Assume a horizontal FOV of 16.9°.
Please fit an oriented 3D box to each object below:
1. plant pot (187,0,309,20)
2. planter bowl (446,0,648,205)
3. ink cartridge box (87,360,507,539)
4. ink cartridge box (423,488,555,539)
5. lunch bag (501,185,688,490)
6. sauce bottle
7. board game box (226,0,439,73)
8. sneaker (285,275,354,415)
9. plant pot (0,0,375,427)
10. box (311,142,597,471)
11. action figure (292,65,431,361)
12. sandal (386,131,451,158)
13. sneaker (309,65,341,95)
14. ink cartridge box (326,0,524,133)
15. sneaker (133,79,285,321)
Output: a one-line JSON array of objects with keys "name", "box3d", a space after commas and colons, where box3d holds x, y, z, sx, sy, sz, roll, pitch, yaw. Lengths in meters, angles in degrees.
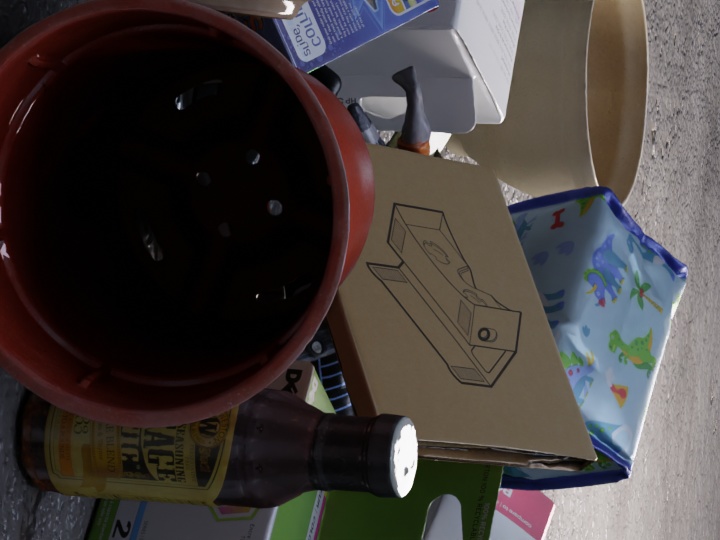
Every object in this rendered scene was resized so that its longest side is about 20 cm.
[{"name": "plant pot", "box3d": [-0.075, -0.174, 1.186, 0.201, 0.201, 0.093, -7, 104, -70]}, {"name": "planter bowl", "box3d": [0.135, -0.146, 1.867, 0.200, 0.135, 0.200, 1, 90, -70]}, {"name": "ink cartridge box", "box3d": [-0.033, 0.128, 1.325, 0.076, 0.200, 0.148, 65, 32, -52]}, {"name": "ink cartridge box", "box3d": [0.039, 0.234, 1.609, 0.147, 0.083, 0.200, -49, -172, 38]}, {"name": "lunch bag", "box3d": [0.093, 0.050, 1.595, 0.127, 0.200, 0.170, 42, 55, -29]}, {"name": "sauce bottle", "box3d": [-0.071, 0.086, 1.217, 0.066, 0.200, 0.066, 0, 90, -70]}, {"name": "board game box", "box3d": [-0.045, -0.214, 1.343, 0.135, 0.034, 0.200, -31, 101, -45]}, {"name": "sneaker", "box3d": [-0.029, 0.059, 1.546, 0.078, 0.070, 0.200, 10, 90, -44]}, {"name": "plant pot", "box3d": [-0.082, -0.034, 1.212, 0.195, 0.201, 0.201, -20, 111, -77]}, {"name": "box", "box3d": [0.042, 0.017, 1.359, 0.163, 0.021, 0.200, 8, 52, -40]}, {"name": "action figure", "box3d": [0.000, 0.000, 1.458, 0.200, 0.105, 0.194, -28, 98, -23]}, {"name": "sandal", "box3d": [0.040, -0.060, 1.647, 0.201, 0.057, 0.080, -61, 166, 10]}, {"name": "sneaker", "box3d": [-0.058, -0.178, 1.396, 0.076, 0.088, 0.200, -57, 143, -52]}, {"name": "ink cartridge box", "box3d": [0.031, -0.190, 1.579, 0.125, 0.128, 0.200, 56, 40, -59]}, {"name": "sneaker", "box3d": [-0.088, -0.052, 1.366, 0.090, 0.078, 0.200, 168, -81, -83]}]
